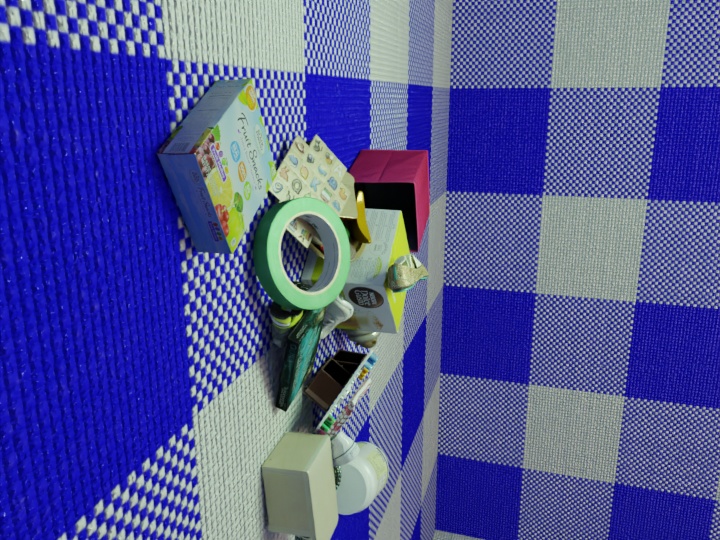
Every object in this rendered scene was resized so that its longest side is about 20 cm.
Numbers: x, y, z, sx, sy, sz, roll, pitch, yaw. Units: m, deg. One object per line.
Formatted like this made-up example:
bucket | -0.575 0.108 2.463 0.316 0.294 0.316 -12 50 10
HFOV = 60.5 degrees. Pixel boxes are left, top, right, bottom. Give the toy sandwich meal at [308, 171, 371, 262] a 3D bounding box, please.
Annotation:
toy sandwich meal | -0.051 -0.115 1.277 0.201 0.070 0.210 18 57 -30

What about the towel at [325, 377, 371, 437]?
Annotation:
towel | -0.043 0.360 1.488 0.202 0.030 0.146 -57 174 21

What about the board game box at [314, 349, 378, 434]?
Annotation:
board game box | -0.033 0.281 1.387 0.202 0.026 0.200 -54 175 -17

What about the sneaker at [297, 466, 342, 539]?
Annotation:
sneaker | -0.092 0.547 1.451 0.086 0.076 0.204 120 -9 -72

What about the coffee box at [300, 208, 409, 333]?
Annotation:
coffee box | 0.000 0.000 1.414 0.202 0.192 0.204 71 28 -53

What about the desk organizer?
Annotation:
desk organizer | -0.055 0.240 1.454 0.078 0.071 0.200 -53 176 22

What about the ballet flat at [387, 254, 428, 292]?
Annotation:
ballet flat | 0.103 -0.001 1.323 0.200 0.069 0.067 -24 103 -74

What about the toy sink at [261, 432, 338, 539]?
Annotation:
toy sink | -0.122 0.456 1.258 0.130 0.109 0.206 -45 132 -66

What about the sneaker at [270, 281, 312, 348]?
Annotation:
sneaker | -0.133 0.082 1.227 0.200 0.072 0.083 -45 153 -65

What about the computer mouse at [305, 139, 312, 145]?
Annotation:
computer mouse | -0.094 -0.243 1.332 0.200 0.033 0.060 -23 100 -78

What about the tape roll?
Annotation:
tape roll | -0.105 -0.030 1.138 0.197 0.047 0.207 4 84 -45

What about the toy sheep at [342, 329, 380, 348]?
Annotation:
toy sheep | 0.003 0.107 1.587 0.138 0.134 0.205 -51 127 -63

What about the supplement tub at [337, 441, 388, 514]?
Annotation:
supplement tub | -0.014 0.535 1.597 0.200 0.141 0.150 10 85 -73

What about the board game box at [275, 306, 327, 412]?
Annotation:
board game box | -0.116 0.164 1.220 0.136 0.028 0.203 -57 166 -49

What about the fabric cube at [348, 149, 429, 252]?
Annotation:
fabric cube | 0.073 -0.187 1.626 0.201 0.194 0.201 -67 155 -52

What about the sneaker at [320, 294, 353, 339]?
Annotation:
sneaker | -0.073 0.102 1.294 0.081 0.075 0.200 -49 179 -28

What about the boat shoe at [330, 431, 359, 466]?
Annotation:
boat shoe | -0.077 0.392 1.350 0.067 0.199 0.073 52 41 -3

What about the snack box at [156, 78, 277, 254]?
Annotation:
snack box | -0.200 -0.156 0.907 0.203 0.066 0.171 -72 159 -44

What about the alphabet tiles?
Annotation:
alphabet tiles | -0.096 -0.155 1.197 0.166 0.006 0.203 43 59 -32
